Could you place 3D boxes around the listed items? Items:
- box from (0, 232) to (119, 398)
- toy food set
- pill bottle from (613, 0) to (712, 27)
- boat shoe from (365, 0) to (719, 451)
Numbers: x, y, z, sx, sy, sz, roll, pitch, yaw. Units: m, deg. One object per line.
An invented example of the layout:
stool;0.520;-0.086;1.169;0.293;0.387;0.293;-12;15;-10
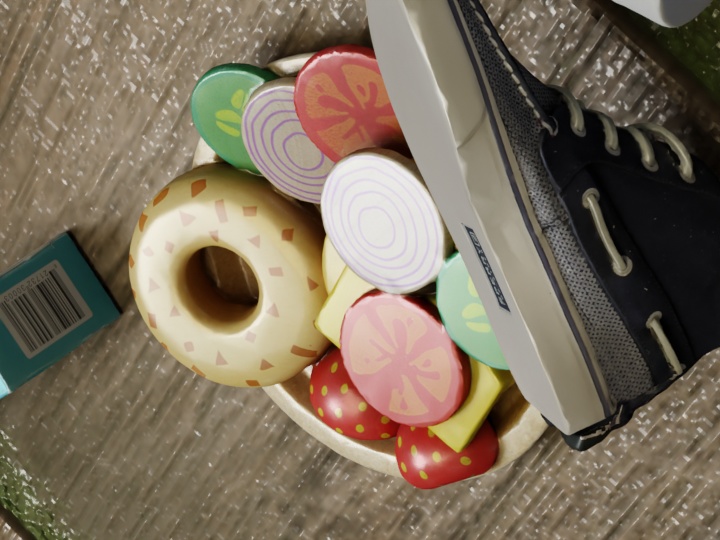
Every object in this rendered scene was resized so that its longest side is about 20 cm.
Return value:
box;-0.206;0.054;1.205;0.200;0.082;0.049;-31;94;45
toy food set;0.000;0.000;1.033;0.200;0.049;0.198;41;133;13
pill bottle;0.042;-0.165;0.863;0.199;0.111;0.112;31;130;21
boat shoe;0.076;-0.040;0.913;0.201;0.092;0.075;67;169;-24
